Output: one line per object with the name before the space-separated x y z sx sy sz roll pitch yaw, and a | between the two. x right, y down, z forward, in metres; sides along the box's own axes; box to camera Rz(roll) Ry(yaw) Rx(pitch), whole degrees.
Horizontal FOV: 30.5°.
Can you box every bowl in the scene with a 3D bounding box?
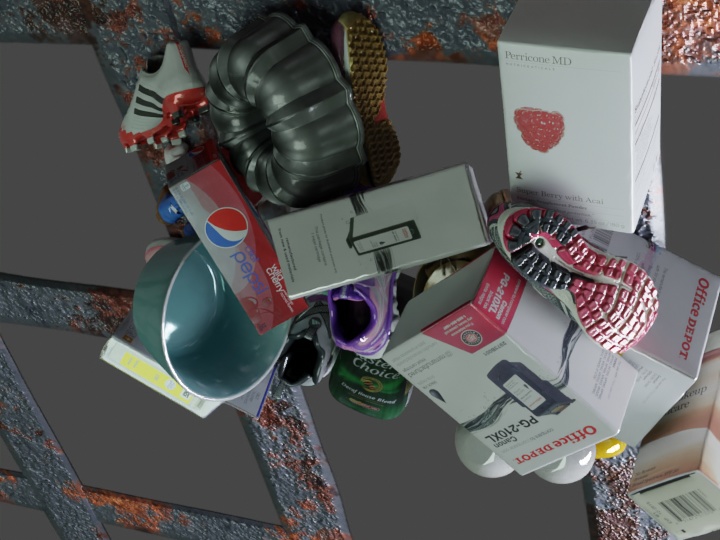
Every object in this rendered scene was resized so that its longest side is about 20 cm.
bowl | -0.180 0.039 1.503 0.105 0.201 0.202 12 141 42

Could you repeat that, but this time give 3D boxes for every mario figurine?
mario figurine | -0.152 -0.099 1.498 0.123 0.107 0.200 5 163 -31

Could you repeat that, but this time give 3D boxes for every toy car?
toy car | 0.205 0.151 1.507 0.199 0.175 0.151 0 99 29

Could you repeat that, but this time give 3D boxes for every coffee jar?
coffee jar | 0.028 0.087 1.569 0.104 0.086 0.201 21 139 6

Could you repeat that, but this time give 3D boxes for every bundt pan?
bundt pan | -0.085 -0.151 1.316 0.202 0.075 0.203 38 144 35

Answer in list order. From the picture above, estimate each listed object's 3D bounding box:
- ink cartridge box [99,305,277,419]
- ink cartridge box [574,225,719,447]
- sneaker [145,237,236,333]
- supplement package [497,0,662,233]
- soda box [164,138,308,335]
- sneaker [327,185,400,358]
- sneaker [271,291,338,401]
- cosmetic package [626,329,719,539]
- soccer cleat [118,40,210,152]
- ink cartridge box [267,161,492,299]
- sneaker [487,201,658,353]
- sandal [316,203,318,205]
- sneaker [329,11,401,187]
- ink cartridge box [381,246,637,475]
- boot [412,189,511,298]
ink cartridge box | -0.206 0.107 1.640 0.199 0.198 0.047 34 108 -6
ink cartridge box | 0.243 0.053 1.367 0.199 0.147 0.146 27 140 1
sneaker | -0.189 0.038 1.623 0.199 0.105 0.076 26 144 2
supplement package | 0.201 -0.153 1.191 0.120 0.120 0.201 9 137 22
soda box | -0.130 -0.034 1.395 0.063 0.070 0.201 -29 118 1
sneaker | 0.000 0.000 1.431 0.080 0.088 0.202 2 95 27
sneaker | -0.076 0.112 1.608 0.077 0.140 0.201 21 140 6
cosmetic package | 0.362 0.169 1.384 0.087 0.201 0.103 41 137 -15
soccer cleat | -0.218 -0.186 1.435 0.200 0.068 0.086 -23 80 62
ink cartridge box | 0.025 -0.040 1.297 0.198 0.146 0.085 -16 91 7
sneaker | 0.200 0.000 1.224 0.200 0.081 0.075 41 180 -25
sandal | -0.059 -0.030 1.468 0.054 0.081 0.200 8 160 -7
sneaker | -0.021 -0.170 1.332 0.090 0.075 0.201 13 133 27
ink cartridge box | 0.146 0.093 1.282 0.200 0.085 0.145 40 138 -14
boot | 0.111 -0.008 1.412 0.075 0.074 0.201 7 135 -14
